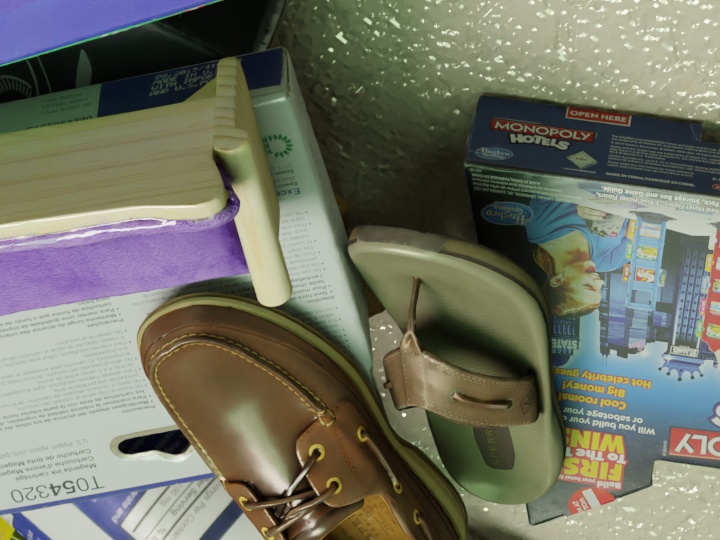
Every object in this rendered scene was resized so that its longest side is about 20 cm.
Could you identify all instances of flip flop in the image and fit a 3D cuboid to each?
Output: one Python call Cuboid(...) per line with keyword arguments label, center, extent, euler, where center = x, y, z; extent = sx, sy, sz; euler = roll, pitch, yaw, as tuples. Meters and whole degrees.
Cuboid(label="flip flop", center=(0.043, 0.050, 1.303), extent=(0.081, 0.058, 0.200), euler=(10, 144, 22))

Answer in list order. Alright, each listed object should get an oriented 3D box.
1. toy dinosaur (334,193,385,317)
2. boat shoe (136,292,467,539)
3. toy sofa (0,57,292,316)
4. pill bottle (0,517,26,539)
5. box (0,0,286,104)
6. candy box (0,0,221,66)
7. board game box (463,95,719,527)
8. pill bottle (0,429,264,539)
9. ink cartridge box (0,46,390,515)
Cuboid(label="toy dinosaur", center=(0.000, 0.000, 1.371), extent=(0.106, 0.061, 0.200), euler=(36, 147, -15))
Cuboid(label="boat shoe", center=(-0.020, 0.086, 1.277), extent=(0.072, 0.068, 0.200), euler=(-31, 124, 21))
Cuboid(label="toy sofa", center=(-0.132, -0.011, 1.178), extent=(0.199, 0.098, 0.083), euler=(-9, 129, 6))
Cuboid(label="pill bottle", center=(-0.161, 0.158, 1.479), extent=(0.199, 0.109, 0.109), euler=(29, 124, -10))
Cuboid(label="box", center=(-0.151, -0.101, 1.305), extent=(0.199, 0.105, 0.148), euler=(26, 124, -8))
Cuboid(label="candy box", center=(-0.117, -0.178, 1.187), extent=(0.199, 0.077, 0.170), euler=(-18, 95, -6))
Cuboid(label="board game box", center=(0.140, 0.031, 1.368), extent=(0.199, 0.062, 0.201), euler=(8, 126, 5))
Cuboid(label="pill bottle", center=(-0.081, 0.113, 1.393), extent=(0.200, 0.120, 0.120), euler=(40, 124, 9))
Cuboid(label="ink cartridge box", center=(-0.101, 0.008, 1.282), extent=(0.195, 0.043, 0.201), euler=(-10, 130, 7))
